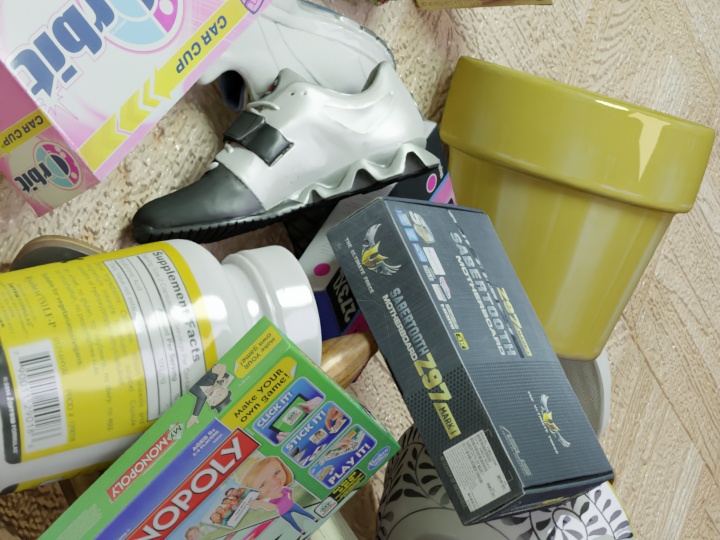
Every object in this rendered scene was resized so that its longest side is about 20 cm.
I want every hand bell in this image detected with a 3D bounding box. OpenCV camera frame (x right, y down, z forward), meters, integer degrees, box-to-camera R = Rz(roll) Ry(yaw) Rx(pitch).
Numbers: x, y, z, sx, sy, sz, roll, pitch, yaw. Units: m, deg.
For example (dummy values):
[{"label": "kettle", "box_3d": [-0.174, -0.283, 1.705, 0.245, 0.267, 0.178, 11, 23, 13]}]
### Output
[{"label": "hand bell", "box_3d": [-0.070, 0.091, 1.084, 0.199, 0.104, 0.105, -31, 119, -25]}]

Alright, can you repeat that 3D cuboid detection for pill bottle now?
[{"label": "pill bottle", "box_3d": [-0.125, 0.045, 0.988, 0.198, 0.111, 0.113, -11, 103, -26]}]

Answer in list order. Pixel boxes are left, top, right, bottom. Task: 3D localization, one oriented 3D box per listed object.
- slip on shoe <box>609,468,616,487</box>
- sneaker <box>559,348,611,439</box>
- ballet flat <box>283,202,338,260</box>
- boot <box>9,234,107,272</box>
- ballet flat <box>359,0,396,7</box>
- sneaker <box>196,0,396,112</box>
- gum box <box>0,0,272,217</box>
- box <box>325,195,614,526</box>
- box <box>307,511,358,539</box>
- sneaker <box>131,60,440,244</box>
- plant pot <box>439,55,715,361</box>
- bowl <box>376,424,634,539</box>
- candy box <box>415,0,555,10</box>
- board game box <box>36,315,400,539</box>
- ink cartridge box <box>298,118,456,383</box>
[{"label": "slip on shoe", "box_3d": [0.138, 0.190, 1.495, 0.199, 0.060, 0.077, -13, 103, -55]}, {"label": "sneaker", "box_3d": [0.192, 0.036, 1.553, 0.115, 0.073, 0.202, -31, 116, -47]}, {"label": "ballet flat", "box_3d": [-0.012, -0.023, 1.259, 0.201, 0.056, 0.067, 61, 42, -44]}, {"label": "boot", "box_3d": [-0.134, 0.023, 1.098, 0.200, 0.073, 0.076, 36, 27, -44]}, {"label": "ballet flat", "box_3d": [-0.015, -0.233, 1.238, 0.199, 0.063, 0.077, 18, 78, -54]}, {"label": "sneaker", "box_3d": [-0.052, -0.137, 1.202, 0.199, 0.074, 0.088, 19, 92, -51]}, {"label": "gum box", "box_3d": [-0.140, -0.140, 1.026, 0.114, 0.066, 0.200, 51, 49, -16]}, {"label": "box", "box_3d": [0.071, 0.054, 1.164, 0.157, 0.051, 0.201, 6, 56, -63]}, {"label": "box", "box_3d": [-0.037, 0.225, 1.120, 0.177, 0.096, 0.201, 60, 5, -39]}, {"label": "sneaker", "box_3d": [-0.056, -0.073, 1.147, 0.198, 0.074, 0.089, -20, 90, -20]}, {"label": "plant pot", "box_3d": [0.141, -0.042, 1.386, 0.200, 0.200, 0.191, 5, 104, -55]}, {"label": "bowl", "box_3d": [0.080, 0.202, 1.275, 0.094, 0.199, 0.203, -37, 122, -49]}, {"label": "candy box", "box_3d": [0.061, -0.274, 1.300, 0.201, 0.114, 0.056, 58, 47, -40]}, {"label": "board game box", "box_3d": [-0.084, 0.129, 0.983, 0.200, 0.029, 0.135, -44, 142, 1]}, {"label": "ink cartridge box", "box_3d": [0.000, 0.000, 1.222, 0.201, 0.037, 0.095, -54, 146, -29]}]
